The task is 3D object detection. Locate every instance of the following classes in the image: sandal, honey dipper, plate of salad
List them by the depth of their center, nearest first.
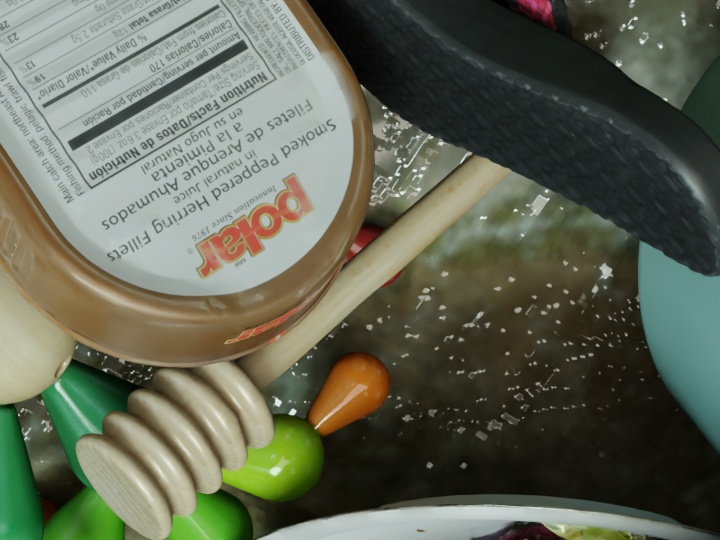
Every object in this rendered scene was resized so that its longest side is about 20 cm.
[{"bbox_3d":[0.044,-0.063,0.825,0.045,0.200,0.075,-45,142,-15],"label":"sandal"},{"bbox_3d":[0.000,0.000,0.849,0.200,0.038,0.038,-43,113,-23],"label":"honey dipper"},{"bbox_3d":[0.053,0.114,0.885,0.199,0.200,0.048,11,65,-10],"label":"plate of salad"}]

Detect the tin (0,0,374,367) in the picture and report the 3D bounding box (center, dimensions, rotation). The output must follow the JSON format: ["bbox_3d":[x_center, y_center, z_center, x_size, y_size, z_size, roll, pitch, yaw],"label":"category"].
[{"bbox_3d":[-0.076,-0.067,0.815,0.112,0.042,0.201,-32,81,-18],"label":"tin"}]

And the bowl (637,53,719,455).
[{"bbox_3d":[0.159,-0.008,0.862,0.200,0.105,0.202,-15,115,-34],"label":"bowl"}]

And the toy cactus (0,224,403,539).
[{"bbox_3d":[-0.085,0.031,0.866,0.200,0.102,0.165,-47,127,-4],"label":"toy cactus"}]
